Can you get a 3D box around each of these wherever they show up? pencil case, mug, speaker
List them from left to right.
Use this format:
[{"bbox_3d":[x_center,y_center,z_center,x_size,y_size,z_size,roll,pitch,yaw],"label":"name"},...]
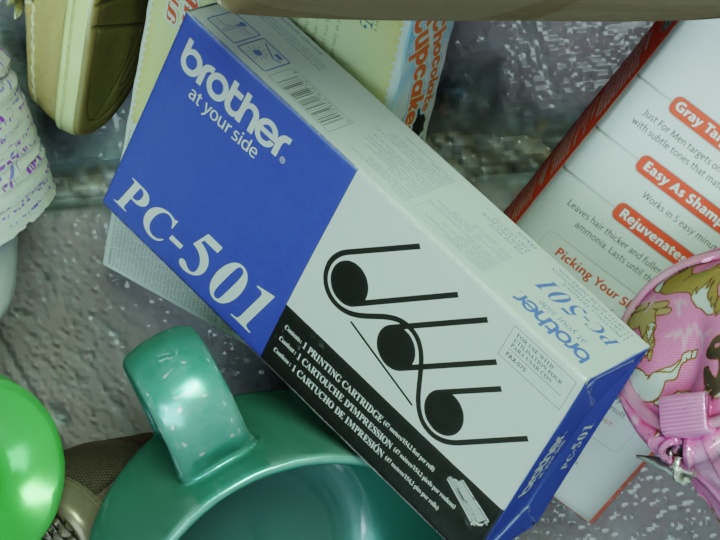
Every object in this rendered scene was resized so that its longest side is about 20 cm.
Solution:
[{"bbox_3d":[-0.206,0.078,0.954,0.200,0.088,0.089,-1,115,48],"label":"speaker"},{"bbox_3d":[-0.029,0.109,0.904,0.151,0.114,0.186,4,104,-18],"label":"mug"},{"bbox_3d":[0.164,0.077,0.861,0.086,0.083,0.200,-32,132,10],"label":"pencil case"}]

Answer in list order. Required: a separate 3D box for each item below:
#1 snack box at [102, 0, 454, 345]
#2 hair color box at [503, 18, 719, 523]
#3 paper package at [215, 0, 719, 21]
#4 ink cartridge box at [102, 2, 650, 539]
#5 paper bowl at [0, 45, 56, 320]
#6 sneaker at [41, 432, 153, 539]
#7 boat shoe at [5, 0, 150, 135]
[{"bbox_3d":[-0.030,-0.067,0.893,0.116,0.037,0.201,28,123,24],"label":"snack box"},{"bbox_3d":[0.111,-0.011,0.893,0.101,0.061,0.200,37,116,-3],"label":"hair color box"},{"bbox_3d":[0.055,-0.177,0.740,0.199,0.103,0.192,-3,88,-23],"label":"paper package"},{"bbox_3d":[0.000,0.000,0.834,0.200,0.044,0.094,43,127,20],"label":"ink cartridge box"},{"bbox_3d":[-0.213,-0.008,0.900,0.200,0.201,0.105,-15,107,19],"label":"paper bowl"},{"bbox_3d":[-0.145,0.129,1.017,0.200,0.075,0.071,-32,93,46],"label":"sneaker"},{"bbox_3d":[-0.108,-0.153,0.889,0.063,0.073,0.202,13,112,17],"label":"boat shoe"}]
